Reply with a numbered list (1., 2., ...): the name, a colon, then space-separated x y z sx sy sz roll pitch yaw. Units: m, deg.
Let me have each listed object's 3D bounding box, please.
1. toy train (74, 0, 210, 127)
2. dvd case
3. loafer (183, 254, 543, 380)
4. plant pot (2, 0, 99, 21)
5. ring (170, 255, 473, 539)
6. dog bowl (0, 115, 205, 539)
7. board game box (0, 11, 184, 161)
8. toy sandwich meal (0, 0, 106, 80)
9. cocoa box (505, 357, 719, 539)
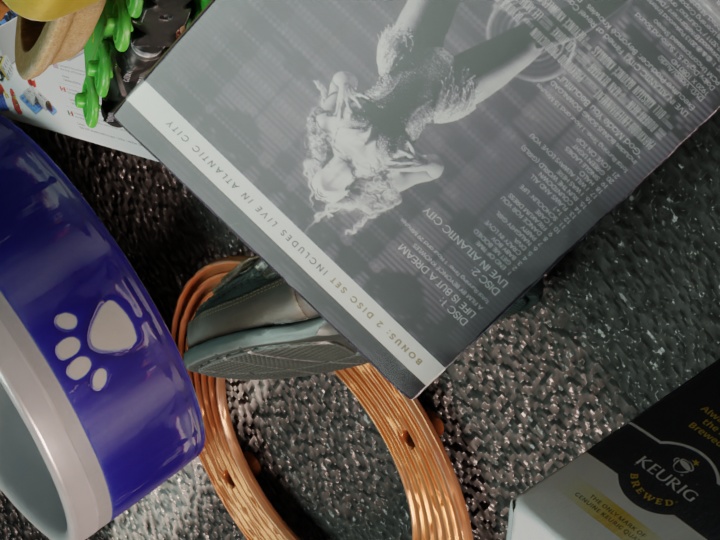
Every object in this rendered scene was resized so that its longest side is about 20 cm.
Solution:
1. toy train: -0.076 -0.113 1.015 0.200 0.042 0.057 124 144 -63
2. dvd case: 0.028 -0.068 0.905 0.149 0.016 0.200 43 119 -3
3. loafer: 0.000 0.000 1.075 0.200 0.072 0.063 -17 70 49
4. plant pot: -0.056 -0.232 0.853 0.200 0.200 0.176 54 139 8
5. ring: -0.016 0.082 1.207 0.200 0.019 0.201 36 142 34
6. dog bowl: -0.161 0.027 1.264 0.200 0.079 0.200 48 161 22
7. board game box: -0.115 -0.115 1.166 0.200 0.035 0.127 18 130 47
8. toy sandwich meal: -0.125 -0.168 1.022 0.205 0.070 0.206 -167 90 -76
9. cocoa box: 0.160 0.143 0.902 0.200 0.131 0.134 37 142 32
